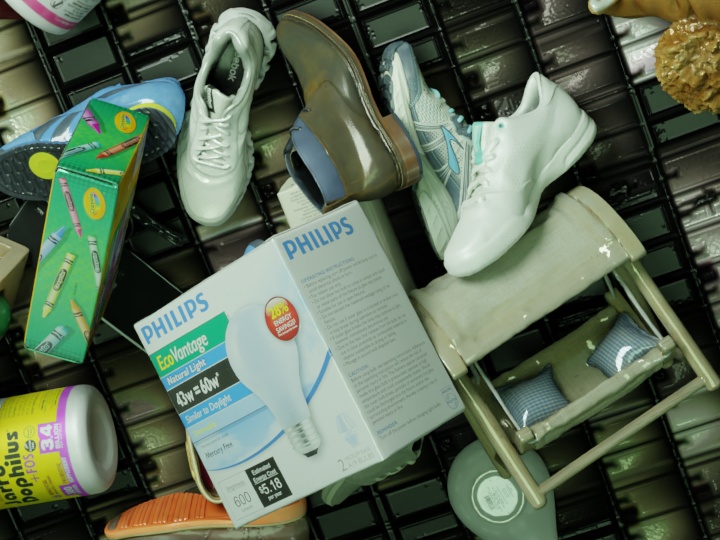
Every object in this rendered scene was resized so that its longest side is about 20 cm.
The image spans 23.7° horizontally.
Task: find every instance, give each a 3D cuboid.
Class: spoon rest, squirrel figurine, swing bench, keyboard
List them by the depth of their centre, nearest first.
[{"bbox_3d":[0.286,-0.225,1.444,0.185,0.142,0.201,-8,101,15],"label":"squirrel figurine"},{"bbox_3d":[0.169,0.062,1.499,0.198,0.130,0.201,-33,101,-5],"label":"swing bench"},{"bbox_3d":[-0.229,-0.016,1.616,0.200,0.021,0.127,38,111,-4],"label":"keyboard"},{"bbox_3d":[0.155,0.251,1.626,0.099,0.061,0.201,-28,86,12],"label":"spoon rest"}]

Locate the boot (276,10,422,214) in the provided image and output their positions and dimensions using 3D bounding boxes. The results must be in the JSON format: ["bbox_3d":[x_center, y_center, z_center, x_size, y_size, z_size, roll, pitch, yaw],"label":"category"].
[{"bbox_3d":[-0.039,-0.139,1.491,0.097,0.075,0.200,-28,67,-24],"label":"boot"}]

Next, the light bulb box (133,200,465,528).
[{"bbox_3d":[-0.054,0.081,1.450,0.198,0.125,0.201,-30,86,39],"label":"light bulb box"}]

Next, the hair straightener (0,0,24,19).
[{"bbox_3d":[-0.352,-0.231,1.482,0.076,0.200,0.041,6,105,8],"label":"hair straightener"}]

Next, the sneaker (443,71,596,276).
[{"bbox_3d":[0.119,-0.086,1.488,0.089,0.075,0.200,46,65,-20],"label":"sneaker"}]

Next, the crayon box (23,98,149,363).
[{"bbox_3d":[-0.242,-0.033,1.512,0.058,0.119,0.201,16,125,-3],"label":"crayon box"}]

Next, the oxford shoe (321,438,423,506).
[{"bbox_3d":[0.022,0.164,1.574,0.058,0.075,0.200,36,131,-1],"label":"oxford shoe"}]

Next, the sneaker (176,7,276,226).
[{"bbox_3d":[-0.128,-0.134,1.543,0.075,0.081,0.201,12,107,2],"label":"sneaker"}]

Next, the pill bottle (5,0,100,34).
[{"bbox_3d":[-0.230,-0.311,1.491,0.200,0.113,0.113,-41,96,14],"label":"pill bottle"}]

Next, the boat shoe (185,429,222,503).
[{"bbox_3d":[-0.130,0.124,1.607,0.073,0.069,0.202,-3,107,-4],"label":"boat shoe"}]

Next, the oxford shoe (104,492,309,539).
[{"bbox_3d":[-0.147,0.257,1.650,0.198,0.071,0.073,-5,109,8],"label":"oxford shoe"}]

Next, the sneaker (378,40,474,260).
[{"bbox_3d":[0.075,-0.115,1.536,0.086,0.078,0.201,-20,107,-3],"label":"sneaker"}]

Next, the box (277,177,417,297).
[{"bbox_3d":[0.000,0.000,1.566,0.082,0.068,0.201,-19,102,10],"label":"box"}]

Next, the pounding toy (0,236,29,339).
[{"bbox_3d":[-0.401,0.051,1.564,0.199,0.184,0.143,23,115,0],"label":"pounding toy"}]

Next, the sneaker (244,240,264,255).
[{"bbox_3d":[-0.071,0.073,1.579,0.078,0.066,0.201,-27,102,-16],"label":"sneaker"}]

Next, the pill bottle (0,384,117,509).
[{"bbox_3d":[-0.339,0.174,1.633,0.198,0.104,0.105,-11,103,9],"label":"pill bottle"}]

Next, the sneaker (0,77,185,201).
[{"bbox_3d":[-0.248,-0.124,1.572,0.199,0.079,0.066,-19,126,18],"label":"sneaker"}]
